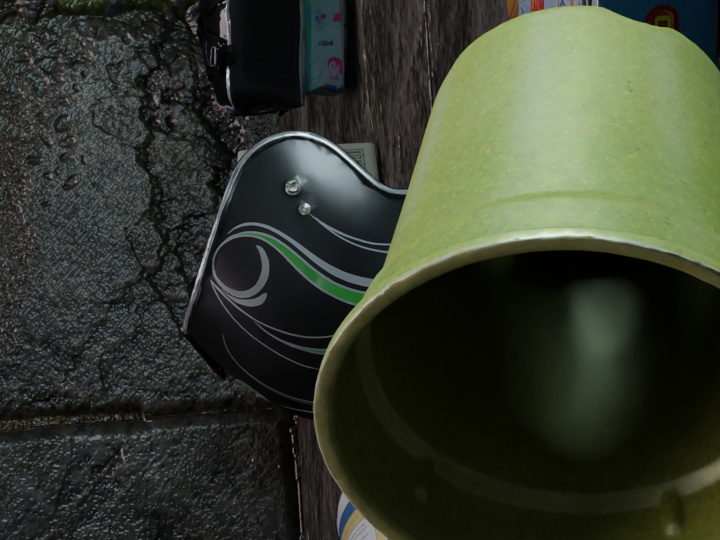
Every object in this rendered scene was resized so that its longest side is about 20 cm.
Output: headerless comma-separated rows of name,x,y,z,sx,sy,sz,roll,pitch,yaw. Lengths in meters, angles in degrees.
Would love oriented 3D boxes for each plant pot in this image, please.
plant pot,0.088,-0.001,1.156,0.185,0.199,0.201,-84,-3,-46

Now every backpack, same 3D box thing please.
backpack,-0.089,-0.236,2.757,0.200,0.150,0.178,179,90,-77

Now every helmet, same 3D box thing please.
helmet,0.000,0.000,1.811,0.200,0.190,0.201,-160,90,-90

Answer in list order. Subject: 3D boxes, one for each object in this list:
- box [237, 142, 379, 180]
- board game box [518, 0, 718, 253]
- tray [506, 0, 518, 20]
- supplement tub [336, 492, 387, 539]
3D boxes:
box,-0.041,-0.001,2.548,0.109,0.127,0.201,96,169,-59
board game box,0.117,-0.086,1.343,0.196,0.056,0.201,-106,14,-65
tray,0.102,-0.211,1.512,0.200,0.037,0.099,101,165,-70
supplement tub,0.067,0.200,1.566,0.145,0.144,0.201,94,171,-51
